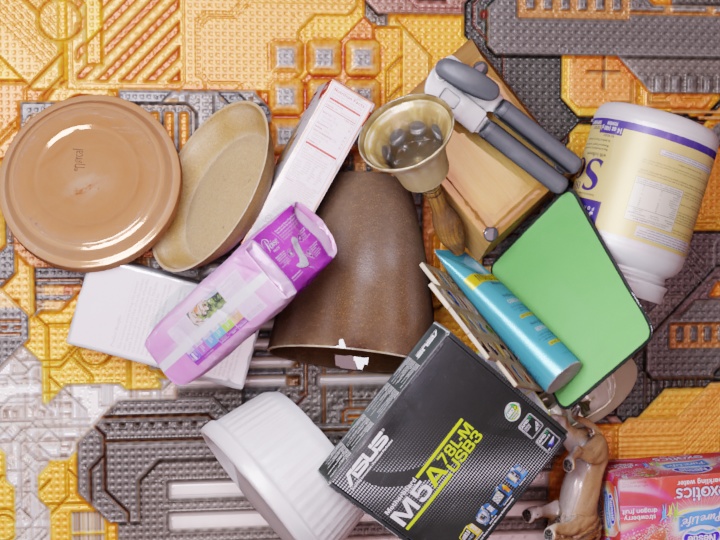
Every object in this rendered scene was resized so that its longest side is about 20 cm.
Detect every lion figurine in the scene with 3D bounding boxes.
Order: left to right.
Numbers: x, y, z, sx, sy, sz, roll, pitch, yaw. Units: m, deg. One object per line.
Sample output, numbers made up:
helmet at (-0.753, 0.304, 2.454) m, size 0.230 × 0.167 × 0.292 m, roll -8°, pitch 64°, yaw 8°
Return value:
lion figurine at (0.251, 0.245, 1.470) m, size 0.122 × 0.072 × 0.202 m, roll 4°, pitch 109°, yaw -43°

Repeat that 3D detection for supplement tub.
supplement tub at (0.309, -0.075, 1.443) m, size 0.144 × 0.145 × 0.202 m, roll 17°, pitch 92°, yaw -9°

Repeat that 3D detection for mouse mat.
mouse mat at (0.228, 0.032, 1.412) m, size 0.007 × 0.161 × 0.201 m, roll -3°, pitch 57°, yaw -41°

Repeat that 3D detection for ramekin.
ramekin at (-0.077, 0.222, 1.395) m, size 0.094 × 0.202 × 0.203 m, roll -40°, pitch 98°, yaw -14°

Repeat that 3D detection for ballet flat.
ballet flat at (0.241, 0.157, 1.489) m, size 0.199 × 0.069 × 0.070 m, roll -31°, pitch 98°, yaw -4°

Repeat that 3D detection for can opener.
can opener at (0.155, -0.157, 1.373) m, size 0.199 × 0.067 × 0.054 m, roll 36°, pitch 90°, yaw -9°

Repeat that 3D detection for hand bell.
hand bell at (0.080, -0.082, 1.371) m, size 0.104 × 0.104 × 0.200 m, roll -34°, pitch 136°, yaw -4°

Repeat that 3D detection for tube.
tube at (0.161, 0.048, 1.423) m, size 0.050 × 0.077 × 0.200 m, roll -48°, pitch 65°, yaw 16°

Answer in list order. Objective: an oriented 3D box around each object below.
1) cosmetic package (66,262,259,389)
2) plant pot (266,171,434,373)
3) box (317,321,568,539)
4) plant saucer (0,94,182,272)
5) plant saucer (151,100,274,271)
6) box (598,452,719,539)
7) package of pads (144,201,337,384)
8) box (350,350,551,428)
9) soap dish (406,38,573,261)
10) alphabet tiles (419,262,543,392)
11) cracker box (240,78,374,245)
cosmetic package at (-0.214, 0.055, 1.420) m, size 0.198 × 0.071 × 0.102 m, roll 17°, pitch 92°, yaw -9°
plant pot at (0.000, 0.000, 1.406) m, size 0.185 × 0.187 × 0.202 m, roll 7°, pitch 79°, yaw -8°
box at (0.088, 0.188, 1.330) m, size 0.193 × 0.047 × 0.200 m, roll 41°, pitch 88°, yaw -25°
plant saucer at (-0.293, -0.098, 1.380) m, size 0.198 × 0.032 × 0.202 m, roll 0°, pitch 72°, yaw 0°
plant saucer at (-0.151, -0.085, 1.370) m, size 0.035 × 0.200 × 0.201 m, roll 28°, pitch 91°, yaw -35°
box at (0.384, 0.276, 1.505) m, size 0.198 × 0.095 × 0.101 m, roll -2°, pitch 96°, yaw -8°
package of pads at (-0.120, 0.026, 1.289) m, size 0.076 × 0.121 × 0.200 m, roll 47°, pitch 128°, yaw -3°
box at (0.098, 0.174, 1.417) m, size 0.199 × 0.049 × 0.118 m, roll -25°, pitch 56°, yaw -11°
soap dish at (0.133, -0.135, 1.447) m, size 0.157 × 0.081 × 0.200 m, roll -41°, pitch 99°, yaw -3°
alphabet tiles at (0.133, 0.064, 1.387) m, size 0.006 × 0.200 × 0.167 m, roll -40°, pitch 71°, yaw 11°
cracker box at (-0.064, -0.107, 1.396) m, size 0.057 × 0.134 × 0.201 m, roll 30°, pitch 90°, yaw -9°
